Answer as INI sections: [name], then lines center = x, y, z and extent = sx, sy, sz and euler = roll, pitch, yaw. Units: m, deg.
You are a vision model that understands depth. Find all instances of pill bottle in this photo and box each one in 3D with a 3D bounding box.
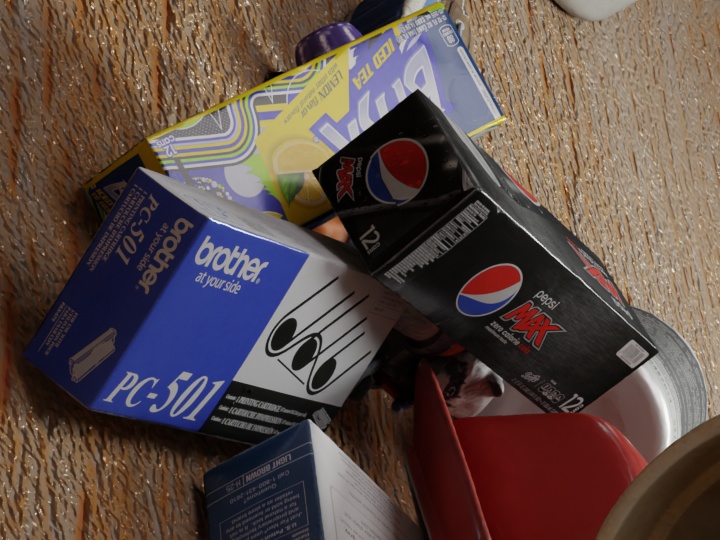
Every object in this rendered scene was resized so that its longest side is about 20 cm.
[pill bottle]
center = 0.127, 0.075, 1.528
extent = 0.113, 0.113, 0.200
euler = 62, 15, 4

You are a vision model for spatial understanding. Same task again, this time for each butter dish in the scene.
[butter dish]
center = 0.111, 0.148, 1.296
extent = 0.200, 0.148, 0.199
euler = -110, -173, -65

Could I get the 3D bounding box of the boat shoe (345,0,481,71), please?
[boat shoe]
center = 0.032, -0.129, 1.696
extent = 0.072, 0.072, 0.200
euler = 55, 27, -14

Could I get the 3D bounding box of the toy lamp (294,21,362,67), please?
[toy lamp]
center = 0.019, -0.041, 1.548
extent = 0.200, 0.058, 0.058
euler = 67, 20, 10

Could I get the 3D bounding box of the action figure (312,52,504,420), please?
[action figure]
center = 0.000, 0.000, 1.396
extent = 0.193, 0.105, 0.200
euler = 50, 19, -3

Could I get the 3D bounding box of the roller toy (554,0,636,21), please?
[roller toy]
center = 0.190, -0.301, 2.215
extent = 0.182, 0.140, 0.200
euler = 56, 21, -12

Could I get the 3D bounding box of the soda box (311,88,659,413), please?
[soda box]
center = 0.061, -0.003, 1.310
extent = 0.200, 0.063, 0.071
euler = 39, 17, -53

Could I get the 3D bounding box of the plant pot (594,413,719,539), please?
[plant pot]
center = 0.209, 0.152, 1.172
extent = 0.200, 0.200, 0.183
euler = 65, 17, 12

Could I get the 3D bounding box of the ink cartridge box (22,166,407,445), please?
[ink cartridge box]
center = -0.056, 0.022, 1.219
extent = 0.044, 0.094, 0.200
euler = 36, 8, 27

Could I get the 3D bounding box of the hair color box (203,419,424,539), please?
[hair color box]
center = -0.010, 0.172, 1.185
extent = 0.100, 0.061, 0.200
euler = 46, 23, -39

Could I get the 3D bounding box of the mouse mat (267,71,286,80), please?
[mouse mat]
center = 0.019, -0.027, 1.614
extent = 0.200, 0.008, 0.161
euler = 62, 19, 5

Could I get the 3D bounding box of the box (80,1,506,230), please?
[box]
center = -0.028, -0.056, 1.319
extent = 0.200, 0.064, 0.070
euler = -29, 89, -41
